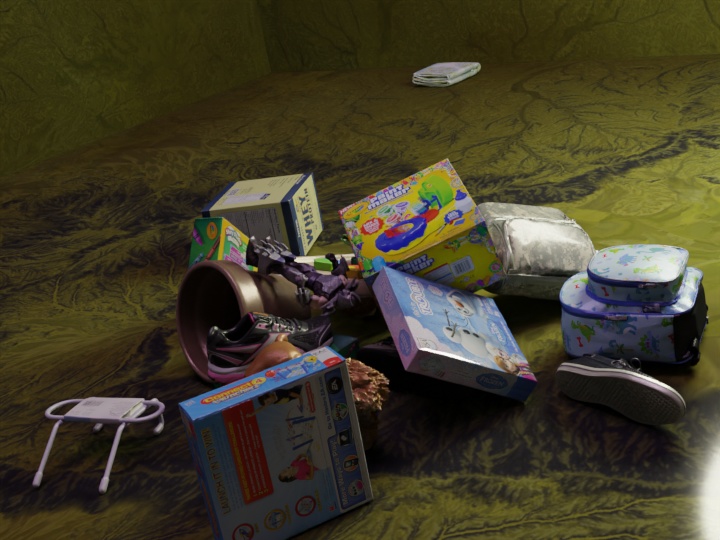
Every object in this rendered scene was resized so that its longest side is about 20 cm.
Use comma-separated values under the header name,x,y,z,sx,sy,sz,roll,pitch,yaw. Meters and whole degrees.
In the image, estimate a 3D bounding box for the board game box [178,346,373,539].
name,x,y,z,sx,sy,sz,roll,pitch,yaw
board game box,-0.096,0.218,1.197,0.195,0.201,0.056,-19,23,-22

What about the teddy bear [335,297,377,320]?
name,x,y,z,sx,sy,sz,roll,pitch,yaw
teddy bear,-0.004,0.040,1.805,0.144,0.067,0.200,-2,14,-24

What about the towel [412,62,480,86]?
name,x,y,z,sx,sy,sz,roll,pitch,yaw
towel,0.299,-0.688,3.520,0.170,0.048,0.200,11,30,38

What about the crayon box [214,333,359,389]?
name,x,y,z,sx,sy,sz,roll,pitch,yaw
crayon box,-0.106,0.160,1.523,0.118,0.059,0.200,9,29,41

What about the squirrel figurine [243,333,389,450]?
name,x,y,z,sx,sy,sz,roll,pitch,yaw
squirrel figurine,-0.065,0.171,1.316,0.199,0.188,0.142,-16,21,-14

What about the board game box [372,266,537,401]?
name,x,y,z,sx,sy,sz,roll,pitch,yaw
board game box,0.131,0.088,1.430,0.198,0.044,0.200,16,28,-24

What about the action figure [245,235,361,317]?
name,x,y,z,sx,sy,sz,roll,pitch,yaw
action figure,-0.085,0.009,1.585,0.199,0.070,0.130,26,27,20

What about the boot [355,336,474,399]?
name,x,y,z,sx,sy,sz,roll,pitch,yaw
boot,0.113,0.122,1.518,0.203,0.074,0.154,7,25,36

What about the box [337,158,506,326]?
name,x,y,z,sx,sy,sz,roll,pitch,yaw
box,0.093,-0.042,1.575,0.199,0.122,0.193,-26,37,3

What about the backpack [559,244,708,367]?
name,x,y,z,sx,sy,sz,roll,pitch,yaw
backpack,0.393,0.045,1.467,0.199,0.148,0.183,-3,20,26

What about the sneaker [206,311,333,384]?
name,x,y,z,sx,sy,sz,roll,pitch,yaw
sneaker,-0.133,0.097,1.473,0.199,0.087,0.080,-19,24,-21

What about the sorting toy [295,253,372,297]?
name,x,y,z,sx,sy,sz,roll,pitch,yaw
sorting toy,0.000,0.000,1.745,0.184,0.037,0.200,-4,17,-38

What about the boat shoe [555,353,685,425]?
name,x,y,z,sx,sy,sz,roll,pitch,yaw
boat shoe,0.347,0.150,1.327,0.062,0.075,0.200,-30,23,-28

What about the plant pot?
name,x,y,z,sx,sy,sz,roll,pitch,yaw
plant pot,-0.181,0.078,1.659,0.174,0.202,0.200,-5,12,-43

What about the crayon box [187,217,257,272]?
name,x,y,z,sx,sy,sz,roll,pitch,yaw
crayon box,-0.234,-0.005,1.803,0.058,0.120,0.200,-2,-20,20

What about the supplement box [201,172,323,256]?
name,x,y,z,sx,sy,sz,roll,pitch,yaw
supplement box,-0.207,-0.110,2.174,0.198,0.135,0.200,-5,22,15

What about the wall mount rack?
name,x,y,z,sx,sy,sz,roll,pitch,yaw
wall mount rack,-0.382,0.244,1.461,0.199,0.075,0.174,-2,19,23

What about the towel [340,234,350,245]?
name,x,y,z,sx,sy,sz,roll,pitch,yaw
towel,0.078,-0.020,1.807,0.199,0.031,0.149,17,-3,-42

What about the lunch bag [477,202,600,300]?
name,x,y,z,sx,sy,sz,roll,pitch,yaw
lunch bag,0.285,-0.019,1.659,0.199,0.140,0.168,5,27,-20
